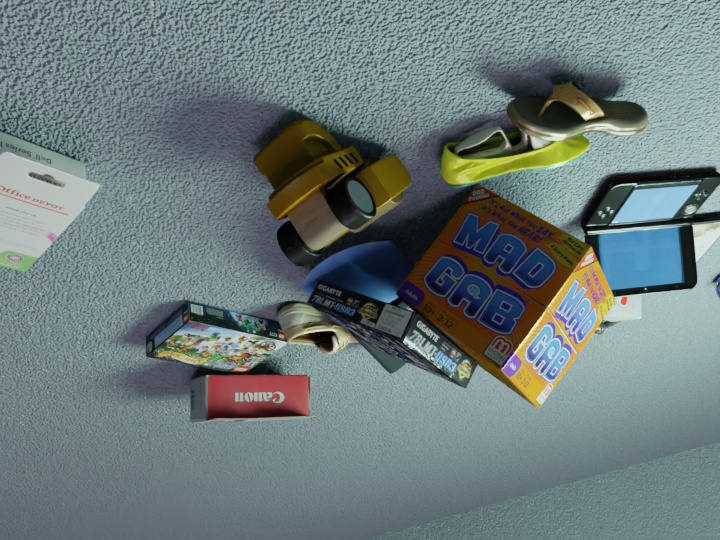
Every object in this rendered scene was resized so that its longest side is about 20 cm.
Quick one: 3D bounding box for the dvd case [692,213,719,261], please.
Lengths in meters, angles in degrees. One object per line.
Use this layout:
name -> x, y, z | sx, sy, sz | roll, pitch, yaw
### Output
dvd case -> 0.533, -0.046, 1.325 | 0.198, 0.018, 0.143 | -6, 149, -10

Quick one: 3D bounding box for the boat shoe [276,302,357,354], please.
boat shoe -> -0.056, 0.112, 1.312 | 0.199, 0.070, 0.074 | 12, 141, -37

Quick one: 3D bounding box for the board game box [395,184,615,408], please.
board game box -> 0.214, 0.040, 1.094 | 0.201, 0.199, 0.200 | -53, 144, -3

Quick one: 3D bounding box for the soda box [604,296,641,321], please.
soda box -> 0.430, 0.046, 1.375 | 0.199, 0.064, 0.068 | 14, 164, -38

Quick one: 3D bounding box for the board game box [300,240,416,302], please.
board game box -> 0.000, 0.000, 1.184 | 0.157, 0.039, 0.200 | -28, 148, 16

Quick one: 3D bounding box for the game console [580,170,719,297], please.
game console -> 0.464, -0.055, 1.186 | 0.198, 0.120, 0.173 | -6, 149, -13

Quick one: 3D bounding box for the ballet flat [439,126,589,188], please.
ballet flat -> 0.198, -0.160, 0.976 | 0.198, 0.067, 0.067 | -13, 128, 4

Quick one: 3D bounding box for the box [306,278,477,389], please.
box -> 0.049, 0.094, 1.132 | 0.197, 0.050, 0.200 | 20, 167, 43

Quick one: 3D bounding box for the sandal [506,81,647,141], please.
sandal -> 0.268, -0.201, 0.922 | 0.198, 0.081, 0.054 | -4, 133, -17

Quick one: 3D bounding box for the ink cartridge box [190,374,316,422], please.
ink cartridge box -> -0.199, 0.236, 1.397 | 0.198, 0.085, 0.175 | 3, 168, -25

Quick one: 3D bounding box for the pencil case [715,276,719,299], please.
pencil case -> 0.807, 0.034, 1.498 | 0.198, 0.079, 0.087 | -3, 171, -19

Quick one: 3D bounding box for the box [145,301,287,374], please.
box -> -0.244, 0.119, 1.286 | 0.199, 0.038, 0.136 | 18, 138, -41

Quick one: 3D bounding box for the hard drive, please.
hard drive -> 0.072, 0.104, 1.345 | 0.139, 0.033, 0.200 | -37, 146, 1

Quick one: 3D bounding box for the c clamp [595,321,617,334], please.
c clamp -> 0.453, 0.095, 1.525 | 0.198, 0.027, 0.171 | 6, 139, -26

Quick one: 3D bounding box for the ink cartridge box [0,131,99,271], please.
ink cartridge box -> -0.394, -0.086, 0.863 | 0.117, 0.068, 0.199 | 20, 137, -42

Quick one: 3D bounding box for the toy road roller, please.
toy road roller -> -0.041, -0.112, 0.934 | 0.122, 0.147, 0.200 | -33, -179, 30
